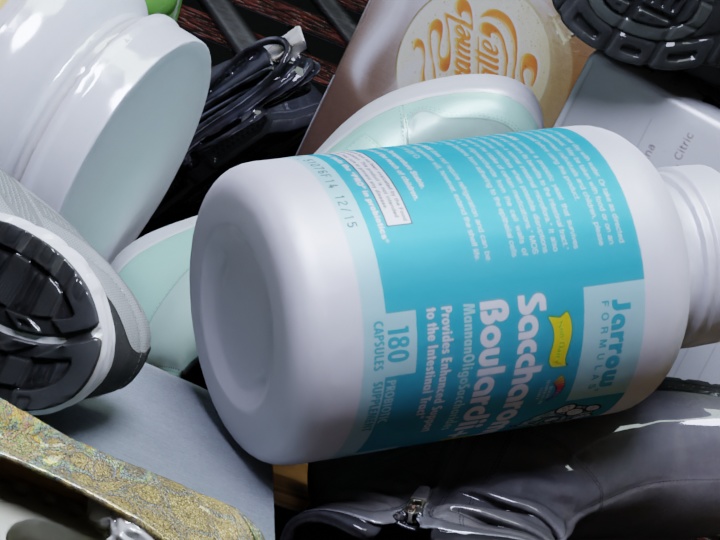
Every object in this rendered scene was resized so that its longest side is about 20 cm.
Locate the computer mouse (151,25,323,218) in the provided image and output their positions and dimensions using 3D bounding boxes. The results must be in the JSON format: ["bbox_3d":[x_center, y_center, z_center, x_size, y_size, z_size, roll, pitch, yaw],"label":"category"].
[{"bbox_3d":[-0.069,-0.071,1.307,0.053,0.138,0.200,54,10,4],"label":"computer mouse"}]

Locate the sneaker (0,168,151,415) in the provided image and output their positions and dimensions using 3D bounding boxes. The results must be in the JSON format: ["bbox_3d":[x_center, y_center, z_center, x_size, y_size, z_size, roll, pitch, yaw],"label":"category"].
[{"bbox_3d":[-0.156,-0.016,0.970,0.200,0.074,0.079,39,10,19],"label":"sneaker"}]

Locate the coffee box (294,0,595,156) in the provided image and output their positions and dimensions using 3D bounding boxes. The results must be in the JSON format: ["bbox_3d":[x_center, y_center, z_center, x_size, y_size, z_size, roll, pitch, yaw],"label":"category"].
[{"bbox_3d":[0.038,-0.063,1.295,0.114,0.201,0.080,28,14,3],"label":"coffee box"}]

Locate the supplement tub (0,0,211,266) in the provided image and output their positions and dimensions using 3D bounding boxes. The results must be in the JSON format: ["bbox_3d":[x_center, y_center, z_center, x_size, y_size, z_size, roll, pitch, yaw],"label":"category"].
[{"bbox_3d":[-0.177,-0.088,1.131,0.199,0.146,0.145,30,16,11],"label":"supplement tub"}]

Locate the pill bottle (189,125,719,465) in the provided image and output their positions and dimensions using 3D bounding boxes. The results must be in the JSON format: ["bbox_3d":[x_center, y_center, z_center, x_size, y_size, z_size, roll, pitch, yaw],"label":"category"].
[{"bbox_3d":[0.045,0.005,1.023,0.199,0.111,0.111,-8,30,-24],"label":"pill bottle"}]

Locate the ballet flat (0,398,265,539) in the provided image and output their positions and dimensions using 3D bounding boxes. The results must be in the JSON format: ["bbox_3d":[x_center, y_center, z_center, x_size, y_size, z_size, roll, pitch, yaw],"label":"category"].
[{"bbox_3d":[-0.121,0.075,0.860,0.199,0.071,0.071,24,16,-12],"label":"ballet flat"}]

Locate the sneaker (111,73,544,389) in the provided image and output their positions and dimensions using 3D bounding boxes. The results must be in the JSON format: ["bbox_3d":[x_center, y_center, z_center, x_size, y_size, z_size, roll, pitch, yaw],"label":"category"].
[{"bbox_3d":[0.000,0.000,1.114,0.074,0.200,0.118,63,-2,-33],"label":"sneaker"}]

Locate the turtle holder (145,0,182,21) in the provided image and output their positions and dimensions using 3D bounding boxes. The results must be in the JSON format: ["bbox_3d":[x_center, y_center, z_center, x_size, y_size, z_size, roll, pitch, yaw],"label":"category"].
[{"bbox_3d":[-0.161,-0.125,1.301,0.140,0.132,0.186,26,15,2],"label":"turtle holder"}]

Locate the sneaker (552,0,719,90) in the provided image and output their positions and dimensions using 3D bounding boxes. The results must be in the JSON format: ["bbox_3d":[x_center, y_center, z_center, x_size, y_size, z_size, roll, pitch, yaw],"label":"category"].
[{"bbox_3d":[0.169,-0.098,1.129,0.199,0.076,0.091,28,12,-7],"label":"sneaker"}]

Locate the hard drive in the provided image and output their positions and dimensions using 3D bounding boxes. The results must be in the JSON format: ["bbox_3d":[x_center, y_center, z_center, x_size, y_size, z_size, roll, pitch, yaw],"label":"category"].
[{"bbox_3d":[-0.127,0.050,0.980,0.199,0.033,0.140,24,16,-10],"label":"hard drive"}]

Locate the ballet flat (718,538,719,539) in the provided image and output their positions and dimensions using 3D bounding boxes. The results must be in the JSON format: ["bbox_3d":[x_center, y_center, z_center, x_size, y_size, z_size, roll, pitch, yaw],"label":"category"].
[{"bbox_3d":[0.136,0.142,1.067,0.046,0.067,0.200,40,13,11],"label":"ballet flat"}]

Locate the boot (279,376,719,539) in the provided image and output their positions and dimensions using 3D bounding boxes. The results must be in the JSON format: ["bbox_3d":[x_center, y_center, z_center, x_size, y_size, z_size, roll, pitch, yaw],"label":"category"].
[{"bbox_3d":[0.072,0.095,1.039,0.199,0.070,0.132,-3,18,2],"label":"boot"}]

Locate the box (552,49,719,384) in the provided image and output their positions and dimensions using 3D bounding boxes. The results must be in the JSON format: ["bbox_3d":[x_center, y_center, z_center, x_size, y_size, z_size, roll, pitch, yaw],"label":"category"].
[{"bbox_3d":[0.133,0.007,1.224,0.130,0.201,0.199,29,17,9],"label":"box"}]
